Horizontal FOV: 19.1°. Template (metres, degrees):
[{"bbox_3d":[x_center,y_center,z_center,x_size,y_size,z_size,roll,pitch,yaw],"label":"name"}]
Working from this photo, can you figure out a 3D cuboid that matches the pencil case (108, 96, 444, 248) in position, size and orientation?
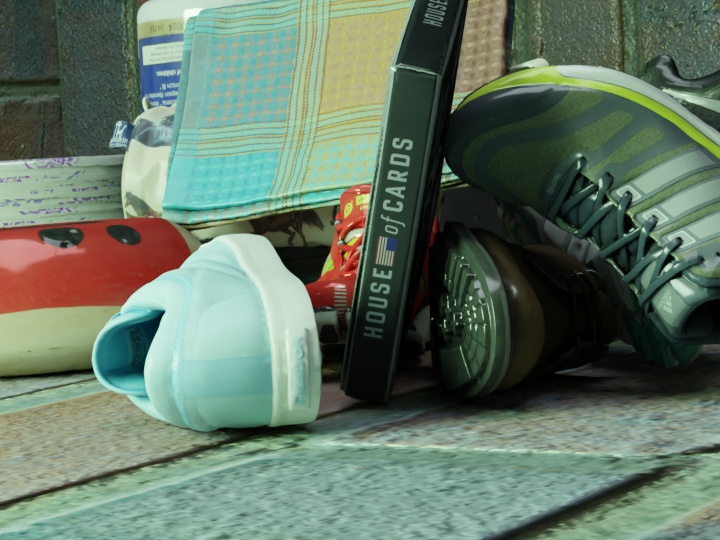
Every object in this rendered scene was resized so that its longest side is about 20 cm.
[{"bbox_3d":[-0.042,-0.057,1.235,0.199,0.090,0.078,0,-3,14],"label":"pencil case"}]

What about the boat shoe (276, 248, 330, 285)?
[{"bbox_3d":[-0.057,-0.006,1.291,0.198,0.075,0.066,-4,13,8],"label":"boat shoe"}]

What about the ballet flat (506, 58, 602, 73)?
[{"bbox_3d":[0.106,-0.079,1.129,0.067,0.063,0.200,-19,14,-29],"label":"ballet flat"}]

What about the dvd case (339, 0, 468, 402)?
[{"bbox_3d":[0.024,-0.054,0.947,0.025,0.151,0.200,10,27,3],"label":"dvd case"}]

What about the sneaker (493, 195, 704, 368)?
[{"bbox_3d":[0.133,-0.018,1.014,0.091,0.078,0.200,-30,29,-13],"label":"sneaker"}]

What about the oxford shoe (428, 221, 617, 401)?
[{"bbox_3d":[0.071,0.014,0.924,0.084,0.073,0.200,0,5,2],"label":"oxford shoe"}]

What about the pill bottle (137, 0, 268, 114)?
[{"bbox_3d":[-0.082,-0.075,1.377,0.115,0.202,0.116,-3,3,0],"label":"pill bottle"}]

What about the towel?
[{"bbox_3d":[-0.014,-0.097,1.172,0.199,0.148,0.022,-8,-33,21],"label":"towel"}]

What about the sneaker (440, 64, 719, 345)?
[{"bbox_3d":[0.125,-0.019,0.877,0.199,0.074,0.081,21,47,4],"label":"sneaker"}]

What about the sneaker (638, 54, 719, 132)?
[{"bbox_3d":[0.233,-0.080,1.138,0.199,0.091,0.066,4,-7,15],"label":"sneaker"}]

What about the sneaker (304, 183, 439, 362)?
[{"bbox_3d":[0.000,0.000,1.070,0.076,0.086,0.200,-4,3,13],"label":"sneaker"}]

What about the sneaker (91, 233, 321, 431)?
[{"bbox_3d":[-0.074,0.023,0.893,0.081,0.075,0.200,-1,3,-13],"label":"sneaker"}]

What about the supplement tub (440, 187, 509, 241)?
[{"bbox_3d":[0.048,-0.038,1.420,0.106,0.108,0.200,-4,4,-13],"label":"supplement tub"}]

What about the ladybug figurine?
[{"bbox_3d":[-0.156,0.012,1.118,0.199,0.072,0.135,-7,6,-41],"label":"ladybug figurine"}]

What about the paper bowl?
[{"bbox_3d":[-0.246,-0.024,1.469,0.199,0.105,0.201,-4,4,0],"label":"paper bowl"}]
